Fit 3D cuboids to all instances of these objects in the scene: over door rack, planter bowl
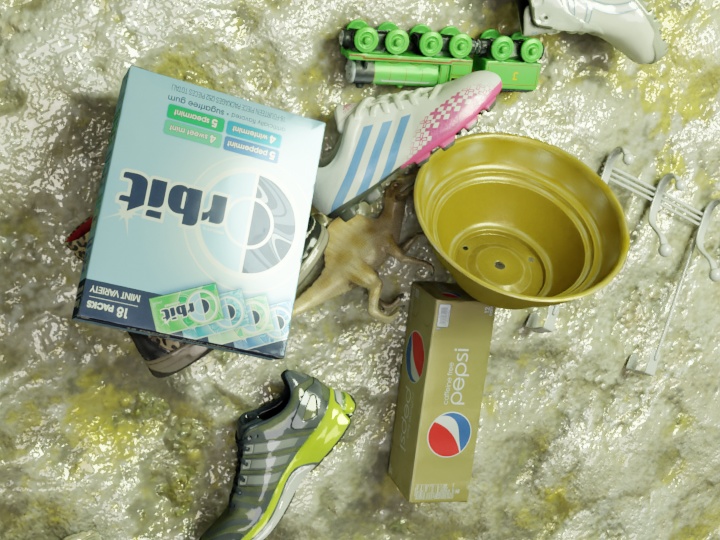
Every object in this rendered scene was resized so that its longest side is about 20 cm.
[{"bbox_3d":[0.276,-0.001,1.049,0.146,0.067,0.202,22,96,-20],"label":"over door rack"},{"bbox_3d":[0.136,-0.027,0.967,0.198,0.202,0.084,-3,142,-16],"label":"planter bowl"}]

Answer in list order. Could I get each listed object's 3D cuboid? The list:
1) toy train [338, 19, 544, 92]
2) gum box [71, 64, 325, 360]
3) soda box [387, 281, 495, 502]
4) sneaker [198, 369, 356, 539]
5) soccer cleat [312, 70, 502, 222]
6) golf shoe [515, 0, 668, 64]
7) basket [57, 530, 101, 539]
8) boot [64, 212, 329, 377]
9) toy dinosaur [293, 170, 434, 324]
[{"bbox_3d":[0.074,-0.190,0.954,0.197,0.042,0.057,-1,115,-17],"label":"toy train"},{"bbox_3d":[-0.128,-0.043,0.857,0.168,0.044,0.203,13,78,-21],"label":"gum box"},{"bbox_3d":[0.076,0.117,1.016,0.063,0.068,0.203,4,102,-18],"label":"soda box"},{"bbox_3d":[-0.093,0.178,0.985,0.081,0.074,0.201,38,83,-16],"label":"sneaker"},{"bbox_3d":[0.029,-0.127,0.927,0.199,0.070,0.087,-36,99,5],"label":"soccer cleat"},{"bbox_3d":[0.186,-0.238,0.957,0.199,0.078,0.098,39,89,-12],"label":"golf shoe"},{"bbox_3d":[-0.290,0.363,0.915,0.196,0.161,0.202,-16,109,-13],"label":"basket"},{"bbox_3d":[-0.140,-0.020,0.914,0.199,0.073,0.151,-36,111,0],"label":"boot"},{"bbox_3d":[0.000,0.000,0.980,0.101,0.058,0.200,45,80,-7],"label":"toy dinosaur"}]
